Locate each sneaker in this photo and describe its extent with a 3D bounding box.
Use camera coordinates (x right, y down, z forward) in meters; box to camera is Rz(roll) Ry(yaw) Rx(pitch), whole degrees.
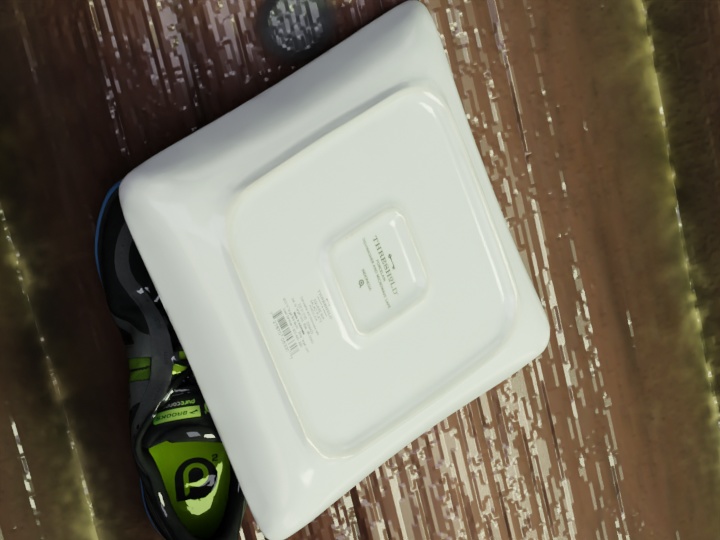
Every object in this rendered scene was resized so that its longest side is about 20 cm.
[{"bbox_3d":[-0.082,0.048,1.255,0.070,0.083,0.200,-10,108,-12],"label":"sneaker"}]

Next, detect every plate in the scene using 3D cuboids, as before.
[{"bbox_3d":[0.000,0.000,1.249,0.200,0.032,0.200,-34,114,-29],"label":"plate"}]
